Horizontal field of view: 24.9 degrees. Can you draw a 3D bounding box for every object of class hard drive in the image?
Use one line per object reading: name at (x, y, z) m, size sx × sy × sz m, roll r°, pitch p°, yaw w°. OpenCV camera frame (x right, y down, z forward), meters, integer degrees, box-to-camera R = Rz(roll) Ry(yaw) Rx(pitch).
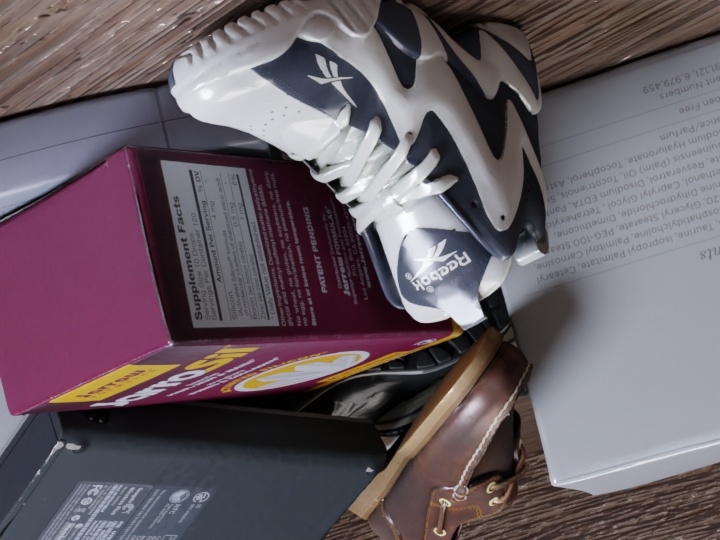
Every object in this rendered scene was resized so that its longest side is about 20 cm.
hard drive at (-0.098, 0.122, 0.821) m, size 0.199 × 0.033 × 0.140 m, roll 10°, pitch 129°, yaw -41°

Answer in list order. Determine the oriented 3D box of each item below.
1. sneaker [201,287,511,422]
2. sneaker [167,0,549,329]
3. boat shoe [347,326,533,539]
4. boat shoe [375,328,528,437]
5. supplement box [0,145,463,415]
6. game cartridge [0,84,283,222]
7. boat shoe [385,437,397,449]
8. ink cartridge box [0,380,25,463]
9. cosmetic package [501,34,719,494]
sneaker at (-0.011, 0.056, 0.901) m, size 0.198 × 0.076 × 0.088 m, roll -21°, pitch 151°, yaw -10°
sneaker at (0.014, -0.038, 0.688) m, size 0.079 × 0.131 × 0.198 m, roll -24°, pitch 165°, yaw 36°
boat shoe at (0.055, 0.098, 0.862) m, size 0.071 × 0.070 × 0.200 m, roll -49°, pitch 173°, yaw -29°
boat shoe at (0.057, 0.074, 1.007) m, size 0.074 × 0.063 × 0.200 m, roll -1°, pitch -170°, yaw 28°
supplement box at (-0.059, 0.007, 0.747) m, size 0.110 × 0.087 × 0.199 m, roll -23°, pitch 165°, yaw 37°
game cartridge at (-0.135, -0.037, 0.748) m, size 0.198 × 0.042 × 0.133 m, roll -15°, pitch 164°, yaw 0°
boat shoe at (0.001, 0.094, 1.184) m, size 0.074 × 0.087 × 0.201 m, roll -29°, pitch 157°, yaw 22°
ink cartridge box at (-0.265, 0.059, 0.803) m, size 0.198 × 0.084 × 0.145 m, roll -5°, pitch -179°, yaw -23°
cosmetic package at (0.168, 0.004, 0.895) m, size 0.165 × 0.202 × 0.167 m, roll -17°, pitch 167°, yaw 12°
